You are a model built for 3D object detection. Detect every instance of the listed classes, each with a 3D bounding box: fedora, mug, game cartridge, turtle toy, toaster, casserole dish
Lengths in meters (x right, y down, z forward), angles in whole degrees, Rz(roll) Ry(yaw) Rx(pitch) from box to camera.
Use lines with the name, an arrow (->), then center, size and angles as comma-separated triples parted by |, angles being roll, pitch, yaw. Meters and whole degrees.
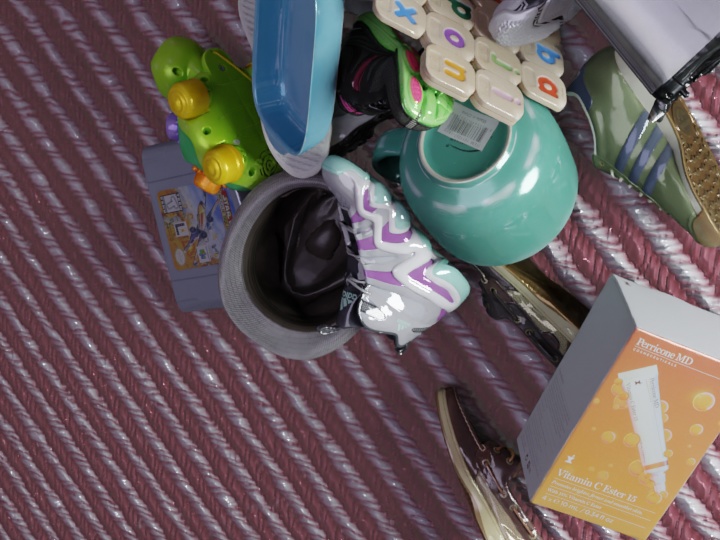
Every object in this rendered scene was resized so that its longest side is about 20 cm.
fedora -> -0.051, -0.016, 1.089 | 0.175, 0.090, 0.202 | 27, 107, 6
mug -> 0.097, -0.089, 0.938 | 0.183, 0.114, 0.154 | -20, 62, 16
game cartridge -> -0.176, -0.056, 1.192 | 0.132, 0.041, 0.203 | -7, 100, 35
turtle toy -> -0.150, -0.164, 1.093 | 0.101, 0.145, 0.202 | -33, 85, 46
toaster -> 0.273, -0.232, 0.794 | 0.119, 0.200, 0.181 | 47, 121, 4
casserole dish -> -0.055, -0.199, 0.916 | 0.121, 0.038, 0.202 | 49, 143, 43

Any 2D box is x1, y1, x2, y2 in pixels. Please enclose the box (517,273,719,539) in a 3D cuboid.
box -> 0.244, 0.126, 0.939 | 0.123, 0.098, 0.202 | 20, 116, -9

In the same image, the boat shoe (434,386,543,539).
boat shoe -> 0.138, 0.210, 1.076 | 0.071, 0.072, 0.202 | -23, 80, 2

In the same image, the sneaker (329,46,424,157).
sneaker -> 0.010, -0.183, 1.031 | 0.199, 0.074, 0.080 | -28, 84, 32

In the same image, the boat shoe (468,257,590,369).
boat shoe -> 0.148, 0.023, 1.006 | 0.200, 0.073, 0.065 | 43, 115, 13

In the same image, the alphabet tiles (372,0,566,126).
alphabet tiles -> 0.095, -0.216, 0.896 | 0.193, 0.202, 0.015 | 21, 139, -21

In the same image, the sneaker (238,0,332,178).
sneaker -> -0.065, -0.190, 1.032 | 0.073, 0.082, 0.203 | -12, 87, 13

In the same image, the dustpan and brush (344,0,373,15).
dustpan and brush -> 0.022, -0.261, 0.960 | 0.139, 0.197, 0.058 | 169, 104, -65

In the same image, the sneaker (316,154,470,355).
sneaker -> 0.000, 0.000, 0.985 | 0.140, 0.078, 0.200 | -44, 108, -2

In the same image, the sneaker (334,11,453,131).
sneaker -> 0.022, -0.162, 0.916 | 0.084, 0.201, 0.077 | -45, 119, 10

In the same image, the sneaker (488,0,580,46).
sneaker -> 0.167, -0.289, 0.885 | 0.199, 0.075, 0.115 | -41, 74, 1

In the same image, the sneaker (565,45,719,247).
sneaker -> 0.254, -0.105, 0.922 | 0.089, 0.067, 0.202 | -26, 92, 43
